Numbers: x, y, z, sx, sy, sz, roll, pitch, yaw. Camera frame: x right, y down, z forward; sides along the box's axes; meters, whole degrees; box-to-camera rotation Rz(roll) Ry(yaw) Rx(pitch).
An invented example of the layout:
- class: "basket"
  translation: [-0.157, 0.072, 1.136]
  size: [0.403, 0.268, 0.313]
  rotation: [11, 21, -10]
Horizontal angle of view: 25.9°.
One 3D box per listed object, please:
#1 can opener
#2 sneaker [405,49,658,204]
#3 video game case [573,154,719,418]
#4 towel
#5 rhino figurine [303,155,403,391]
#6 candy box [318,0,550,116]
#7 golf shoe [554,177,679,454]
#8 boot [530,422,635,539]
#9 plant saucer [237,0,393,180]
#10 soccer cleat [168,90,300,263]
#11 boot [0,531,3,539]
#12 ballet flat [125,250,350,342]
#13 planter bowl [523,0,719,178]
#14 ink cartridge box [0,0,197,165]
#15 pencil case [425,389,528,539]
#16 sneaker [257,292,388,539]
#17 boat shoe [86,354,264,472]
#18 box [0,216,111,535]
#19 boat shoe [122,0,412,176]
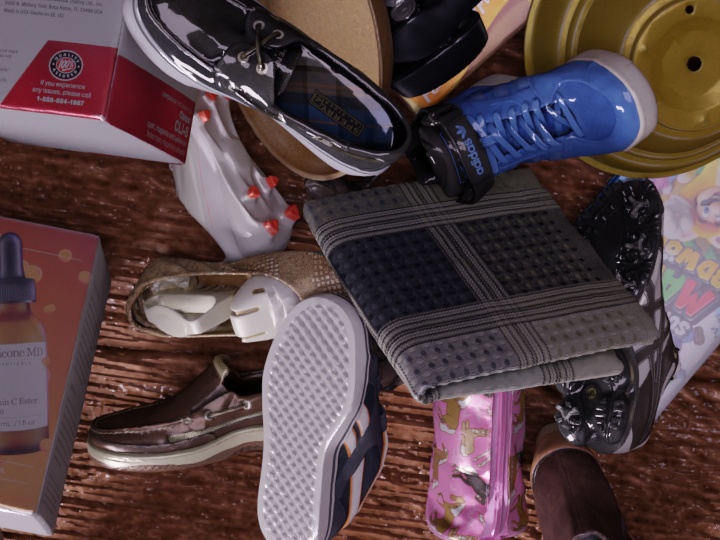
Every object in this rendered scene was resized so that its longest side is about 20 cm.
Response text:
- class: "can opener"
  translation: [0.081, -0.207, 1.067]
  size: [0.200, 0.079, 0.064]
  rotation: [-43, 56, 10]
- class: "sneaker"
  translation: [0.104, -0.091, 1.055]
  size: [0.111, 0.199, 0.077]
  rotation: [-34, 110, -24]
- class: "video game case"
  translation: [0.222, 0.003, 1.178]
  size: [0.143, 0.018, 0.200]
  rotation: [38, 99, -7]
- class: "towel"
  translation: [0.081, 0.007, 1.075]
  size: [0.198, 0.193, 0.035]
  rotation: [-9, 135, -27]
- class: "rhino figurine"
  translation: [0.000, 0.000, 1.151]
  size: [0.059, 0.087, 0.202]
  rotation: [-8, 102, 44]
- class: "candy box"
  translation: [0.078, -0.219, 1.119]
  size: [0.200, 0.055, 0.116]
  rotation: [-41, 98, 8]
- class: "golf shoe"
  translation: [0.192, 0.035, 1.146]
  size: [0.077, 0.094, 0.202]
  rotation: [5, 78, 39]
- class: "boot"
  translation: [0.171, 0.224, 1.132]
  size: [0.072, 0.167, 0.201]
  rotation: [-20, 114, 6]
- class: "plant saucer"
  translation: [-0.034, -0.164, 1.085]
  size: [0.035, 0.200, 0.202]
  rotation: [-19, 102, -33]
- class: "soccer cleat"
  translation: [-0.117, -0.093, 1.140]
  size: [0.077, 0.069, 0.201]
  rotation: [-26, 91, 38]
- class: "boot"
  translation: [-0.387, 0.203, 1.199]
  size: [0.200, 0.072, 0.166]
  rotation: [41, 110, -8]
- class: "ballet flat"
  translation: [-0.087, 0.026, 1.116]
  size: [0.199, 0.065, 0.071]
  rotation: [-4, 119, 35]
- class: "planter bowl"
  translation: [0.219, -0.149, 1.080]
  size: [0.198, 0.084, 0.202]
  rotation: [-3, 110, -7]
- class: "ink cartridge box"
  translation: [-0.187, -0.189, 1.044]
  size: [0.144, 0.145, 0.202]
  rotation: [8, 85, 17]
- class: "pencil case"
  translation: [0.089, 0.101, 1.154]
  size: [0.082, 0.086, 0.202]
  rotation: [9, 108, 23]
- class: "sneaker"
  translation: [-0.023, 0.099, 1.100]
  size: [0.078, 0.079, 0.202]
  rotation: [26, 119, 26]
- class: "boat shoe"
  translation: [-0.106, 0.097, 1.171]
  size: [0.200, 0.075, 0.076]
  rotation: [-7, 108, -10]
- class: "box"
  translation: [-0.273, 0.070, 1.110]
  size: [0.151, 0.106, 0.202]
  rotation: [10, 72, -1]
- class: "boat shoe"
  translation: [-0.052, -0.126, 0.966]
  size: [0.199, 0.057, 0.069]
  rotation: [31, 77, -17]
